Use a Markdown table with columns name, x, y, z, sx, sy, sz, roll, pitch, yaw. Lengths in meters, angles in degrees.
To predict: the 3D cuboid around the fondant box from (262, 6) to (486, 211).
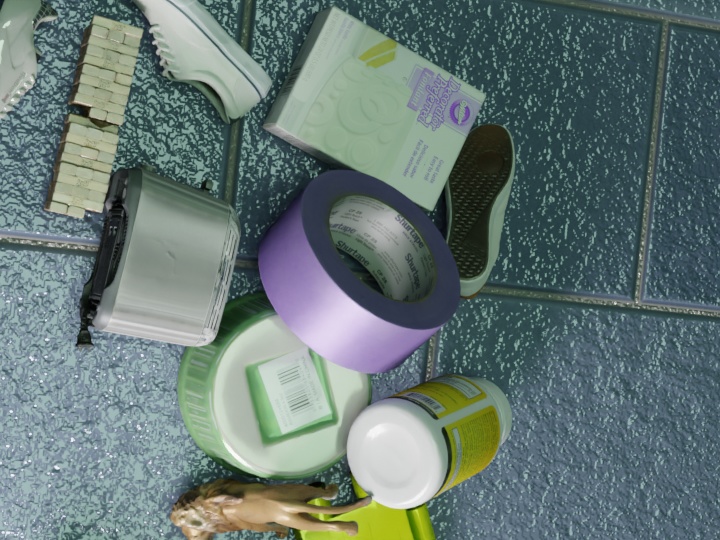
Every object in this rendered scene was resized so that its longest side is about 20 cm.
| name | x | y | z | sx | sy | sz | roll | pitch | yaw |
| --- | --- | --- | --- | --- | --- | --- | --- | --- | --- |
| fondant box | 0.016 | -0.172 | 1.730 | 0.199 | 0.058 | 0.145 | 28 | 83 | -19 |

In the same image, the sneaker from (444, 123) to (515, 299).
| name | x | y | z | sx | sy | sz | roll | pitch | yaw |
| --- | --- | --- | --- | --- | --- | --- | --- | --- | --- |
| sneaker | 0.124 | -0.063 | 1.774 | 0.072 | 0.085 | 0.201 | 12 | 68 | 8 |

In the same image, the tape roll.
| name | x | y | z | sx | sy | sz | roll | pitch | yaw |
| --- | --- | --- | --- | --- | --- | --- | --- | --- | --- |
| tape roll | 0.000 | 0.000 | 1.657 | 0.199 | 0.085 | 0.201 | 25 | 41 | -23 |

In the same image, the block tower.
| name | x | y | z | sx | sy | sz | roll | pitch | yaw |
| --- | --- | --- | --- | --- | --- | --- | --- | --- | --- |
| block tower | -0.271 | -0.153 | 1.635 | 0.054 | 0.058 | 0.201 | 14 | 89 | -19 |

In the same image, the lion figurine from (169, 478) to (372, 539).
| name | x | y | z | sx | sy | sz | roll | pitch | yaw |
| --- | --- | --- | --- | --- | --- | --- | --- | --- | --- |
| lion figurine | -0.095 | 0.242 | 1.652 | 0.122 | 0.200 | 0.073 | 17 | 62 | -42 |

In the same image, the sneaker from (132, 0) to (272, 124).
| name | x | y | z | sx | sy | sz | roll | pitch | yaw |
| --- | --- | --- | --- | --- | --- | --- | --- | --- | --- |
| sneaker | -0.180 | -0.232 | 1.653 | 0.200 | 0.073 | 0.071 | 42 | 76 | -16 |

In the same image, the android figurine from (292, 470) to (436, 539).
| name | x | y | z | sx | sy | sz | roll | pitch | yaw |
| --- | --- | --- | --- | --- | --- | --- | --- | --- | --- |
| android figurine | 0.001 | 0.317 | 1.749 | 0.181 | 0.041 | 0.201 | -20 | 97 | -17 |

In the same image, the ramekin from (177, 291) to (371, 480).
| name | x | y | z | sx | sy | sz | roll | pitch | yaw |
| --- | --- | --- | --- | --- | --- | --- | --- | --- | --- |
| ramekin | -0.084 | 0.124 | 1.683 | 0.199 | 0.098 | 0.201 | -1 | 92 | -18 |

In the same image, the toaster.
| name | x | y | z | sx | sy | sz | roll | pitch | yaw |
| --- | --- | --- | --- | --- | --- | --- | --- | --- | --- |
| toaster | -0.204 | -0.002 | 1.632 | 0.129 | 0.114 | 0.201 | 14 | 86 | -21 |

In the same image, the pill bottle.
| name | x | y | z | sx | sy | sz | roll | pitch | yaw |
| --- | --- | --- | --- | --- | --- | --- | --- | --- | --- |
| pill bottle | 0.080 | 0.172 | 1.691 | 0.200 | 0.112 | 0.113 | -14 | 98 | -58 |

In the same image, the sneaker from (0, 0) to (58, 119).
| name | x | y | z | sx | sy | sz | roll | pitch | yaw |
| --- | --- | --- | --- | --- | --- | --- | --- | --- | --- |
| sneaker | -0.365 | -0.184 | 1.596 | 0.080 | 0.076 | 0.201 | 21 | 86 | -27 |
